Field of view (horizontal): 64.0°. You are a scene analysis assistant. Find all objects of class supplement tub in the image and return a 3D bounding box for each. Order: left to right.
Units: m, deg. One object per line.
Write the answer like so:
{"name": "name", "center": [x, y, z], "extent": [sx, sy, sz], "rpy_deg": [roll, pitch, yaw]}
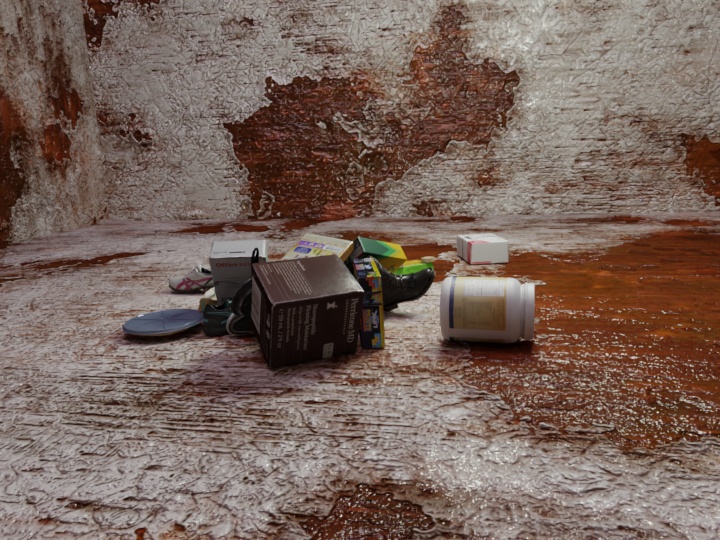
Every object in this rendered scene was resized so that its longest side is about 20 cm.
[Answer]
{"name": "supplement tub", "center": [0.283, 0.087, 1.279], "extent": [0.199, 0.145, 0.144], "rpy_deg": [1, 13, 15]}

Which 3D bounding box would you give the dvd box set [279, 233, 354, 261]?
{"name": "dvd box set", "center": [-0.124, -0.019, 1.430], "extent": [0.145, 0.030, 0.200], "rpy_deg": [10, 40, 26]}

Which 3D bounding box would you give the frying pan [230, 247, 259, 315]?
{"name": "frying pan", "center": [-0.226, 0.029, 1.287], "extent": [0.031, 0.191, 0.115], "rpy_deg": [41, 25, 23]}

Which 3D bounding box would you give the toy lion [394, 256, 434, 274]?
{"name": "toy lion", "center": [0.149, -0.008, 1.958], "extent": [0.199, 0.069, 0.191], "rpy_deg": [-10, 7, -29]}

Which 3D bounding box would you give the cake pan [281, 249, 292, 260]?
{"name": "cake pan", "center": [-0.144, 0.014, 1.513], "extent": [0.199, 0.201, 0.037], "rpy_deg": [7, -29, 37]}

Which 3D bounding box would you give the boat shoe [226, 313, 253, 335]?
{"name": "boat shoe", "center": [-0.233, 0.107, 1.371], "extent": [0.199, 0.071, 0.064], "rpy_deg": [-24, 16, 7]}

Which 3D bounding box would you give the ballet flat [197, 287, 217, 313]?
{"name": "ballet flat", "center": [-0.411, 0.079, 1.637], "extent": [0.068, 0.063, 0.200], "rpy_deg": [-3, 12, 0]}

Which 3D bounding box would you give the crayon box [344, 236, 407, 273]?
{"name": "crayon box", "center": [0.000, 0.000, 1.573], "extent": [0.172, 0.059, 0.200], "rpy_deg": [9, -42, -45]}

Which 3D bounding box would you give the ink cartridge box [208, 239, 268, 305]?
{"name": "ink cartridge box", "center": [-0.313, 0.021, 1.533], "extent": [0.144, 0.201, 0.084], "rpy_deg": [-2, 37, -4]}

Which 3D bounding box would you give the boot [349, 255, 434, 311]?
{"name": "boot", "center": [0.072, 0.018, 1.487], "extent": [0.199, 0.174, 0.069], "rpy_deg": [-33, 37, 22]}

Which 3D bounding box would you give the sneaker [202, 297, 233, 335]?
{"name": "sneaker", "center": [-0.296, 0.110, 1.444], "extent": [0.199, 0.080, 0.075], "rpy_deg": [-8, 13, -30]}

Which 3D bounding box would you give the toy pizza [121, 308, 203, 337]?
{"name": "toy pizza", "center": [-0.497, 0.138, 1.461], "extent": [0.199, 0.032, 0.200], "rpy_deg": [-3, 12, 1]}

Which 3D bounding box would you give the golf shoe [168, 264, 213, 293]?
{"name": "golf shoe", "center": [-0.524, 0.024, 1.845], "extent": [0.199, 0.093, 0.073], "rpy_deg": [-1, 14, 14]}

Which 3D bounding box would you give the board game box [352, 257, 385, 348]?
{"name": "board game box", "center": [0.017, 0.071, 1.352], "extent": [0.056, 0.167, 0.200], "rpy_deg": [-3, 12, -3]}

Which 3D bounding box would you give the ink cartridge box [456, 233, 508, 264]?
{"name": "ink cartridge box", "center": [0.457, -0.084, 2.171], "extent": [0.145, 0.085, 0.200], "rpy_deg": [-3, 11, -5]}

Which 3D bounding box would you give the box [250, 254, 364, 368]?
{"name": "box", "center": [-0.120, 0.082, 1.237], "extent": [0.199, 0.167, 0.164], "rpy_deg": [-8, 33, -23]}
